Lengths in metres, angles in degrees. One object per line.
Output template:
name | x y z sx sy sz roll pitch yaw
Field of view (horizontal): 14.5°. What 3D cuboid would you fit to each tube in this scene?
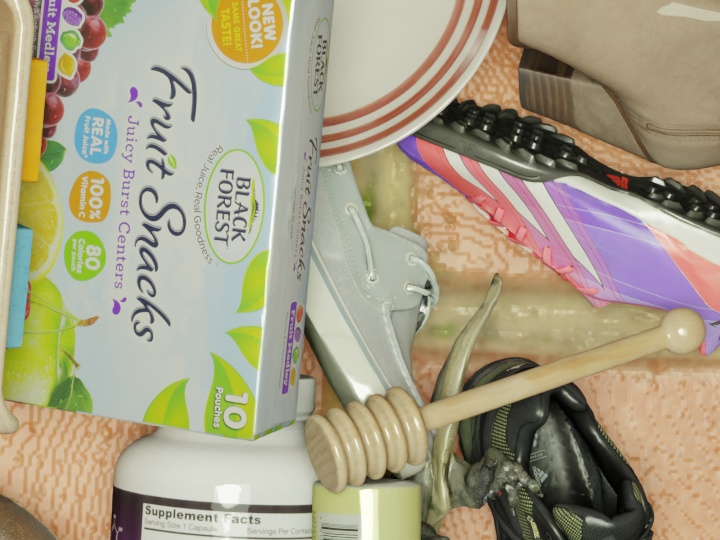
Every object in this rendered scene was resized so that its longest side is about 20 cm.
tube | 0.002 0.196 1.293 0.052 0.058 0.201 1 89 13

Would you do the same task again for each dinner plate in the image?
dinner plate | -0.023 -0.142 1.356 0.199 0.024 0.201 -3 75 12

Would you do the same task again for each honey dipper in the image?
honey dipper | 0.071 0.055 1.293 0.199 0.038 0.038 -17 93 -21

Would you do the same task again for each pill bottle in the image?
pill bottle | -0.065 0.149 1.343 0.112 0.112 0.201 3 91 -4

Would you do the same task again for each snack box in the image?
snack box | -0.092 -0.034 1.264 0.142 0.053 0.201 7 97 20

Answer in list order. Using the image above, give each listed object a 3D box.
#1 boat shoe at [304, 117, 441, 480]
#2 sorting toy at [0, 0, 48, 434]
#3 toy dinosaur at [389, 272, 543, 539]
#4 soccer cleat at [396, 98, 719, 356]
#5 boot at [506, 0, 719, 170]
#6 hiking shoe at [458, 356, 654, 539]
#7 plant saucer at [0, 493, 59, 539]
boat shoe | 0.000 0.000 1.342 0.071 0.070 0.201 -24 70 -5
sorting toy | -0.183 -0.040 1.273 0.036 0.185 0.201 -3 100 -27
toy dinosaur | 0.040 0.107 1.341 0.047 0.088 0.201 12 109 -27
soccer cleat | 0.101 -0.023 1.378 0.199 0.068 0.073 22 111 -1
boot | 0.145 -0.117 1.323 0.146 0.200 0.070 8 63 12
hiking shoe | 0.104 0.139 1.357 0.076 0.101 0.201 -23 93 -14
plant saucer | -0.212 0.197 1.334 0.200 0.032 0.201 0 89 22
